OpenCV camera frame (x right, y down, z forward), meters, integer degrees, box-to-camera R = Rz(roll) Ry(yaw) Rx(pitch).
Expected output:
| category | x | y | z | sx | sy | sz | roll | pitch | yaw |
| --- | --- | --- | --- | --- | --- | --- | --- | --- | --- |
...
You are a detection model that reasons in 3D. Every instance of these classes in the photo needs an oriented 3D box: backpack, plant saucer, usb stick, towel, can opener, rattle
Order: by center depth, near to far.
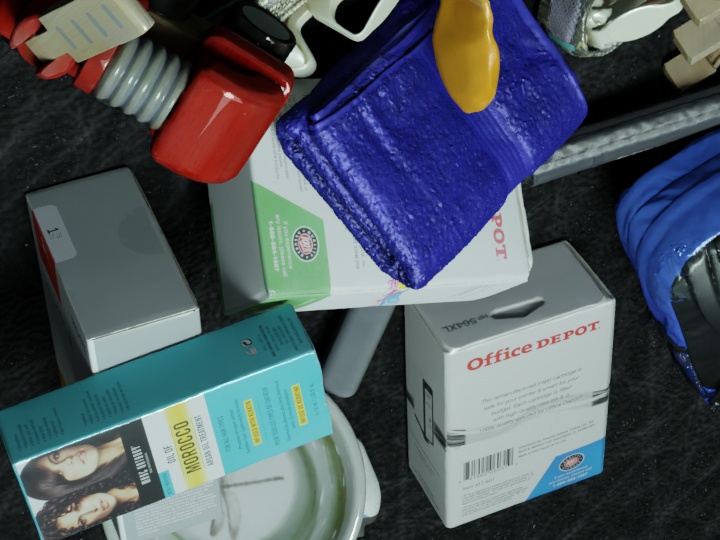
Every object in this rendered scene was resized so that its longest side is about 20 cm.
| category | x | y | z | sx | sy | sz | roll | pitch | yaw |
| --- | --- | --- | --- | --- | --- | --- | --- | --- | --- |
| rattle | 0.114 | -0.218 | 1.272 | 0.143 | 0.130 | 0.200 | 58 | 45 | -27 |
| towel | 0.054 | -0.101 | 1.321 | 0.148 | 0.050 | 0.200 | 49 | 62 | -9 |
| usb stick | 0.209 | -0.104 | 1.496 | 0.199 | 0.033 | 0.055 | -18 | 170 | -4 |
| can opener | 0.000 | 0.000 | 1.496 | 0.067 | 0.053 | 0.200 | 21 | 121 | -4 |
| plant saucer | -0.096 | 0.162 | 1.525 | 0.199 | 0.050 | 0.201 | 0 | 92 | -5 |
| backpack | 0.273 | -0.017 | 1.532 | 0.162 | 0.168 | 0.200 | -35 | 142 | 0 |

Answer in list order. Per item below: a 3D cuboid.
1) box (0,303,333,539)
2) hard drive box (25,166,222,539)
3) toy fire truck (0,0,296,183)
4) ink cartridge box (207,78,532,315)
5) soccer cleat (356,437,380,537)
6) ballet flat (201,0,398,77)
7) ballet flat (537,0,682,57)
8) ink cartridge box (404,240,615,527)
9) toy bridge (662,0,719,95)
| category | x | y | z | sx | sy | sz | roll | pitch | yaw |
| --- | --- | --- | --- | --- | --- | --- | --- | --- | --- |
| box | -0.122 | 0.096 | 1.277 | 0.199 | 0.049 | 0.082 | -21 | 135 | -10 |
| hard drive box | -0.158 | 0.058 | 1.371 | 0.077 | 0.156 | 0.200 | -16 | 133 | -15 |
| toy fire truck | -0.124 | -0.124 | 1.170 | 0.176 | 0.200 | 0.129 | 31 | 113 | -12 |
| ink cartridge box | 0.004 | -0.051 | 1.362 | 0.199 | 0.146 | 0.087 | -4 | 171 | -26 |
| soccer cleat | -0.085 | 0.174 | 1.588 | 0.199 | 0.070 | 0.087 | -7 | 88 | -4 |
| ballet flat | -0.029 | -0.171 | 1.292 | 0.200 | 0.075 | 0.068 | -37 | 177 | 3 |
| ballet flat | 0.220 | -0.209 | 1.410 | 0.200 | 0.072 | 0.072 | -33 | 136 | 0 |
| ink cartridge box | 0.116 | 0.090 | 1.602 | 0.146 | 0.084 | 0.200 | -17 | 133 | -16 |
| toy bridge | 0.251 | -0.173 | 1.414 | 0.067 | 0.027 | 0.200 | -31 | 169 | -1 |
